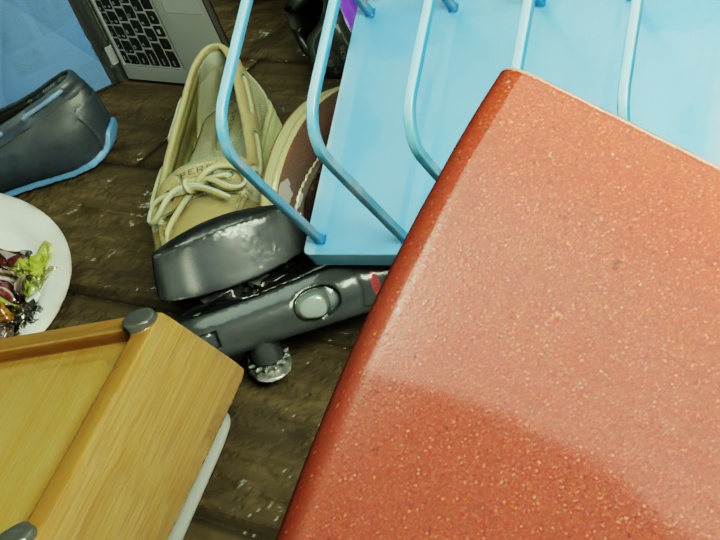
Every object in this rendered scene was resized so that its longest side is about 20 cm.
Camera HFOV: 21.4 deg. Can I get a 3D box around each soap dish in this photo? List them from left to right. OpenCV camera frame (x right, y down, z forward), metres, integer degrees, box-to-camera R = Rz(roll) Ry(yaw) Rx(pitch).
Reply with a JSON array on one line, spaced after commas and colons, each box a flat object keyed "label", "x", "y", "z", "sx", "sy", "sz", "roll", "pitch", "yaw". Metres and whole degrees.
[{"label": "soap dish", "x": -0.156, "y": 0.104, "z": 0.860, "sx": 0.157, "sy": 0.081, "sz": 0.200, "roll": -10, "pitch": 32, "yaw": 24}]

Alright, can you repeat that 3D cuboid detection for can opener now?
[{"label": "can opener", "x": 0.000, "y": 0.000, "z": 0.936, "sx": 0.199, "sy": 0.079, "sz": 0.063, "roll": -14, "pitch": 22, "yaw": -1}]

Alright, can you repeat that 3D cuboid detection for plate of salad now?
[{"label": "plate of salad", "x": -0.265, "y": 0.008, "z": 1.090, "sx": 0.199, "sy": 0.048, "sz": 0.200, "roll": -5, "pitch": 39, "yaw": 4}]

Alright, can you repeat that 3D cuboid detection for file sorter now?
[{"label": "file sorter", "x": 0.054, "y": -0.089, "z": 0.845, "sx": 0.200, "sy": 0.123, "sz": 0.139, "roll": 0, "pitch": 66, "yaw": 28}]

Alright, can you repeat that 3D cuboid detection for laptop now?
[{"label": "laptop", "x": -0.207, "y": -0.172, "z": 1.228, "sx": 0.200, "sy": 0.188, "sz": 0.116, "roll": 11, "pitch": 45, "yaw": 45}]

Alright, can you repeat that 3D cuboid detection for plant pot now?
[{"label": "plant pot", "x": 0.083, "y": 0.097, "z": 0.563, "sx": 0.200, "sy": 0.200, "sz": 0.176, "roll": 30, "pitch": 71, "yaw": 28}]

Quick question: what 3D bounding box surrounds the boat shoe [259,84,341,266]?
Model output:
[{"label": "boat shoe", "x": 0.018, "y": -0.070, "z": 1.026, "sx": 0.072, "sy": 0.072, "sz": 0.200, "roll": -2, "pitch": 31, "yaw": 36}]

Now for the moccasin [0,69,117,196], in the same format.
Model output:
[{"label": "moccasin", "x": -0.257, "y": -0.081, "z": 1.238, "sx": 0.200, "sy": 0.068, "sz": 0.081, "roll": -21, "pitch": 30, "yaw": 7}]

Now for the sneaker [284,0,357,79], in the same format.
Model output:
[{"label": "sneaker", "x": -0.001, "y": -0.183, "z": 1.215, "sx": 0.099, "sy": 0.070, "sz": 0.200, "roll": -18, "pitch": 30, "yaw": 15}]

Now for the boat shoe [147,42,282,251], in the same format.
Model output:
[{"label": "boat shoe", "x": -0.086, "y": -0.058, "z": 1.084, "sx": 0.073, "sy": 0.063, "sz": 0.201, "roll": -14, "pitch": 31, "yaw": 17}]
